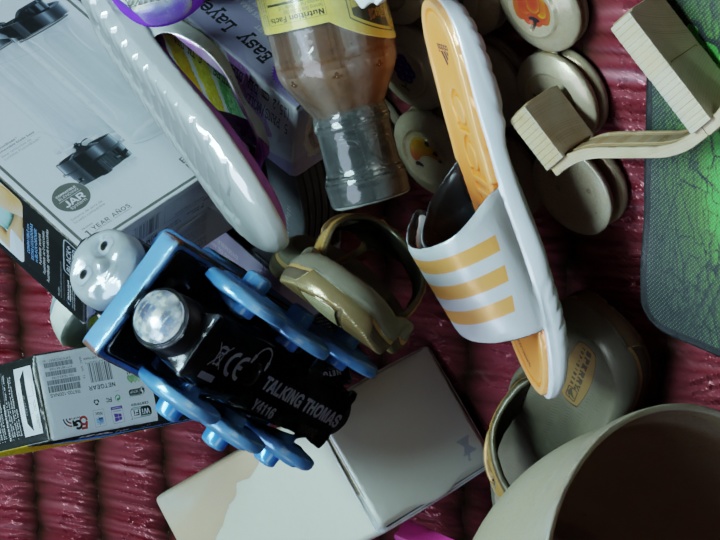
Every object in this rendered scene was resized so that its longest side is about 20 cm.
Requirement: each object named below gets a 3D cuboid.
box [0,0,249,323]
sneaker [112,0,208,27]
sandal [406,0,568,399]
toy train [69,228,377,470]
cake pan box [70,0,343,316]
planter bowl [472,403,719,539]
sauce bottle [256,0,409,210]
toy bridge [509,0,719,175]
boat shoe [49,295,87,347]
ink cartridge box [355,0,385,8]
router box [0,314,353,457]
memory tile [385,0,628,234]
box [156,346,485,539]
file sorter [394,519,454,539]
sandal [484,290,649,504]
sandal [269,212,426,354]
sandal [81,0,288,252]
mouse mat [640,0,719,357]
[{"bbox_3d":[-0.166,-0.076,1.579,0.200,0.117,0.060,40,148,24],"label":"box"},{"bbox_3d":[-0.090,-0.166,1.488,0.200,0.070,0.100,-101,-10,-51],"label":"sneaker"},{"bbox_3d":[0.046,-0.032,1.451,0.079,0.059,0.207,-149,41,-75],"label":"sandal"},{"bbox_3d":[-0.074,0.035,1.504,0.114,0.087,0.200,35,-178,30],"label":"toy train"},{"bbox_3d":[-0.083,-0.083,1.613,0.200,0.052,0.184,40,148,26],"label":"cake pan box"},{"bbox_3d":[0.122,0.174,1.462,0.135,0.200,0.200,-19,104,50],"label":"planter bowl"},{"bbox_3d":[-0.018,-0.130,1.461,0.065,0.065,0.200,-3,104,51],"label":"sauce bottle"},{"bbox_3d":[0.144,-0.093,1.349,0.067,0.027,0.200,54,140,4],"label":"toy bridge"},{"bbox_3d":[-0.150,-0.002,1.685,0.072,0.070,0.201,57,180,4],"label":"boat shoe"},{"bbox_3d":[0.001,-0.242,1.357,0.200,0.084,0.145,54,146,2],"label":"ink cartridge box"},{"bbox_3d":[-0.128,0.065,1.674,0.149,0.200,0.051,-15,85,55],"label":"router box"},{"bbox_3d":[0.044,-0.098,1.491,0.200,0.017,0.153,16,131,42],"label":"memory tile"},{"bbox_3d":[-0.023,0.119,1.687,0.200,0.095,0.078,-32,87,54],"label":"box"},{"bbox_3d":[0.070,0.263,1.634,0.139,0.125,0.200,20,149,38],"label":"file sorter"},{"bbox_3d":[0.098,0.093,1.545,0.080,0.054,0.200,37,142,23],"label":"sandal"},{"bbox_3d":[0.000,0.000,1.467,0.080,0.054,0.200,34,-179,-1],"label":"sandal"},{"bbox_3d":[-0.082,-0.094,1.502,0.203,0.050,0.082,53,170,32],"label":"sandal"},{"bbox_3d":[0.192,-0.034,1.360,0.161,0.008,0.200,24,128,37],"label":"mouse mat"}]
